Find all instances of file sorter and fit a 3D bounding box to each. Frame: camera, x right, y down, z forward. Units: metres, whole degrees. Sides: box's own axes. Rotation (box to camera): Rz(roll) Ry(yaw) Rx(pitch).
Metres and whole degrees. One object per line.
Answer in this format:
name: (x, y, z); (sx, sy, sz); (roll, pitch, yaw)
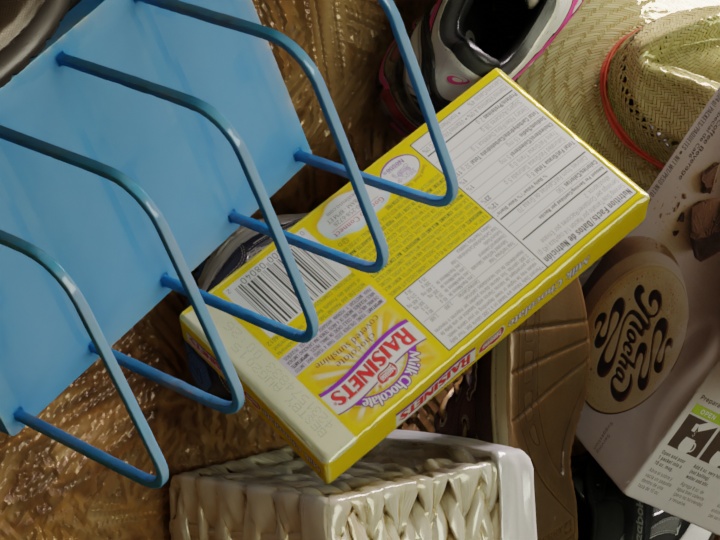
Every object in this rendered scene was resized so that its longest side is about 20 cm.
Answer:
file sorter: (-0.074, -0.030, 0.935); (0.200, 0.122, 0.139); (-44, 132, -26)

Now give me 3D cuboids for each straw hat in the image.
straw hat: (0.177, -0.095, 1.167); (0.199, 0.085, 0.203); (4, 73, -12)

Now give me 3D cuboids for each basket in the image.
basket: (-0.004, 0.181, 1.035); (0.123, 0.135, 0.202); (-6, 95, -42)

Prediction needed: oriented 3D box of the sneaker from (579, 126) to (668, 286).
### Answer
sneaker: (0.182, -0.042, 1.251); (0.200, 0.078, 0.080); (-51, 121, -21)

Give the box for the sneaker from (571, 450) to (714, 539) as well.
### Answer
sneaker: (0.139, 0.115, 1.177); (0.088, 0.075, 0.201); (46, 49, -24)

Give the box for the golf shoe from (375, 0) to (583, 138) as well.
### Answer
golf shoe: (0.086, -0.151, 1.133); (0.072, 0.092, 0.201); (36, 62, -11)

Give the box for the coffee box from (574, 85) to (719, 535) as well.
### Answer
coffee box: (0.184, 0.011, 1.103); (0.079, 0.113, 0.201); (24, 108, -35)

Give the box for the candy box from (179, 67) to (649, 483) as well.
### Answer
candy box: (0.026, -0.002, 1.016); (0.200, 0.102, 0.026); (-38, 157, -20)

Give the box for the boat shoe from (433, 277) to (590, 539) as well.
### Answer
boat shoe: (0.064, 0.076, 1.085); (0.072, 0.072, 0.202); (-21, 114, -50)

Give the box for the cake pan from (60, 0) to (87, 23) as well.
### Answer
cake pan: (-0.113, -0.184, 0.984); (0.199, 0.037, 0.202); (-2, 93, -45)

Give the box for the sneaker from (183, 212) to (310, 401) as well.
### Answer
sneaker: (0.000, 0.000, 1.066); (0.200, 0.085, 0.078); (-35, 115, -37)

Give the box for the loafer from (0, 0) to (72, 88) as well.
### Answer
loafer: (-0.189, -0.082, 0.870); (0.200, 0.073, 0.071); (-46, 116, -19)
